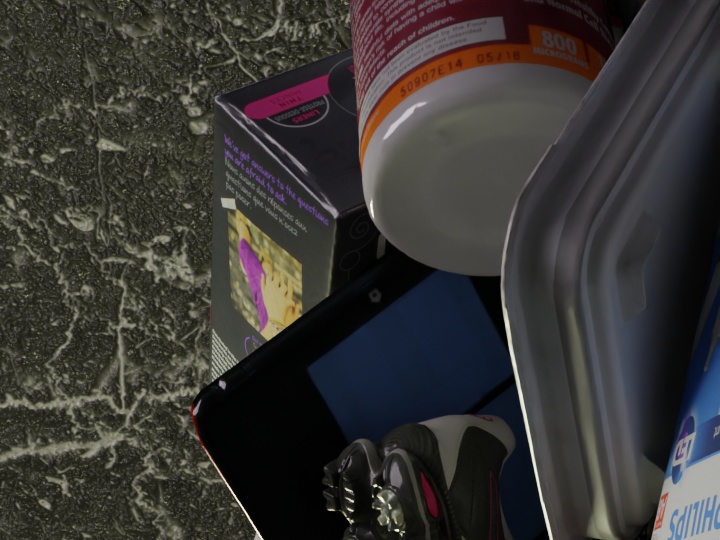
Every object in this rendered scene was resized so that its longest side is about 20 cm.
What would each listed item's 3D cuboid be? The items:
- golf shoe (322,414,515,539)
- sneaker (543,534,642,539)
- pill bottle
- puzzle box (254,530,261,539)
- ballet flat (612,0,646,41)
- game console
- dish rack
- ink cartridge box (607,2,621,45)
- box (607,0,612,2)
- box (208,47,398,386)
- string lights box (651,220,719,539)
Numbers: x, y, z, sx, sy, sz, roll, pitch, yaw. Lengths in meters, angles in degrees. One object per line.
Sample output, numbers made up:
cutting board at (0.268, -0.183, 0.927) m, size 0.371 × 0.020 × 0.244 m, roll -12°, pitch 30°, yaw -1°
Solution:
golf shoe at (0.040, 0.162, 0.793) m, size 0.077 × 0.088 × 0.202 m, roll 20°, pitch 120°, yaw 46°
sneaker at (0.105, 0.140, 0.736) m, size 0.201 × 0.070 × 0.099 m, roll 111°, pitch 171°, yaw -61°
pill bottle at (0.052, -0.108, 0.776) m, size 0.115 × 0.113 × 0.201 m, roll 111°, pitch 161°, yaw -47°
puzzle box at (0.032, 0.151, 0.963) m, size 0.025 × 0.198 × 0.134 m, roll 23°, pitch -98°, yaw -58°
ballet flat at (0.114, -0.169, 0.771) m, size 0.066 × 0.056 × 0.202 m, roll 44°, pitch -140°, yaw -77°
game console at (0.039, 0.074, 0.824) m, size 0.199 × 0.178 × 0.031 m, roll -36°, pitch 28°, yaw -15°
dish rack at (0.119, -0.003, 0.691) m, size 0.201 × 0.043 × 0.173 m, roll -55°, pitch -38°, yaw -41°
ink cartridge box at (0.123, -0.133, 0.982) m, size 0.201 × 0.146 × 0.086 m, roll -85°, pitch 12°, yaw -63°
box at (0.174, -0.245, 0.904) m, size 0.200 × 0.123 × 0.198 m, roll -86°, pitch 14°, yaw -66°
box at (0.000, 0.000, 0.890) m, size 0.106 × 0.121 × 0.201 m, roll 45°, pitch 144°, yaw 34°
string lights box at (0.158, 0.009, 0.614) m, size 0.103 × 0.058 × 0.202 m, roll 112°, pitch 174°, yaw -75°
